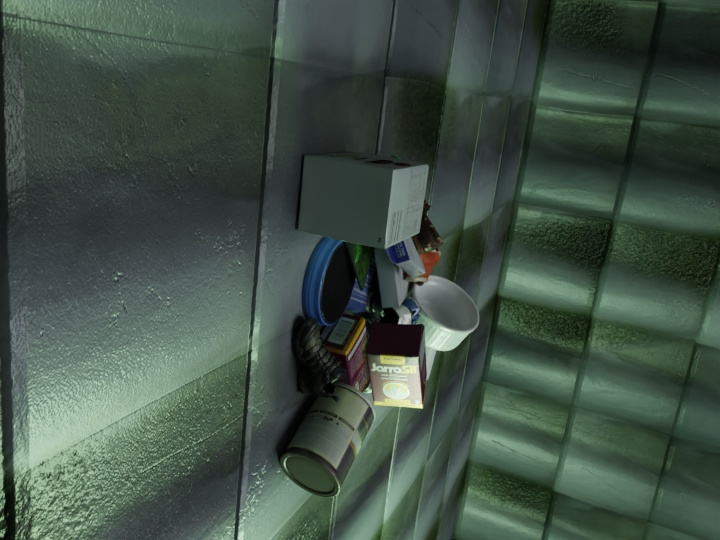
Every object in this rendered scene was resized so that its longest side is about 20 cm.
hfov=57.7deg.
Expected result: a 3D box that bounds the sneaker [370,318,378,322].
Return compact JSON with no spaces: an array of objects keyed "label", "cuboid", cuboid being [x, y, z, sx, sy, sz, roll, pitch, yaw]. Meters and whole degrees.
[{"label":"sneaker","cuboid":[0.065,0.200,1.771,0.081,0.087,0.201,-64,154,-26]}]

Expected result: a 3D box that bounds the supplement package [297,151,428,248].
[{"label":"supplement package","cuboid":[0.008,-0.146,1.286,0.200,0.189,0.150,-26,126,-64]}]

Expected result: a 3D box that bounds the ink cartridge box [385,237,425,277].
[{"label":"ink cartridge box","cuboid":[0.083,-0.096,1.547,0.200,0.040,0.202,29,40,-67]}]

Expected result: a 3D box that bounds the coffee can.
[{"label":"coffee can","cuboid":[-0.069,0.371,1.450,0.201,0.144,0.148,-57,151,-42]}]

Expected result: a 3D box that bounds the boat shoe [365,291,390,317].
[{"label":"boat shoe","cuboid":[0.070,0.097,1.759,0.200,0.060,0.077,2,100,-68]}]

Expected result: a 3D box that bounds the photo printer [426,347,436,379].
[{"label":"photo printer","cuboid":[0.145,0.197,1.868,0.069,0.165,0.203,29,75,-49]}]

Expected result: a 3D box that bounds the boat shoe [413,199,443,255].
[{"label":"boat shoe","cuboid":[0.143,-0.141,1.616,0.202,0.070,0.070,68,11,8]}]

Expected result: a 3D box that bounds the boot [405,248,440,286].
[{"label":"boot","cuboid":[0.161,-0.013,1.730,0.199,0.074,0.109,3,86,-65]}]

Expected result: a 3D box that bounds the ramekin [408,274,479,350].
[{"label":"ramekin","cuboid":[0.208,0.117,1.743,0.200,0.199,0.098,-45,169,-53]}]

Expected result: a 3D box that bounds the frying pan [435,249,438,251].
[{"label":"frying pan","cuboid":[0.144,-0.110,1.707,0.031,0.191,0.115,-39,167,10]}]

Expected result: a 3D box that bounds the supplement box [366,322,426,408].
[{"label":"supplement box","cuboid":[0.091,0.230,1.577,0.104,0.129,0.202,-75,162,-46]}]

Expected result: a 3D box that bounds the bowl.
[{"label":"bowl","cuboid":[-0.061,0.022,1.416,0.200,0.039,0.204,13,90,-69]}]

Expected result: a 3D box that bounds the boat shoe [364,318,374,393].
[{"label":"boat shoe","cuboid":[0.005,0.225,1.669,0.064,0.070,0.203,-33,124,-61]}]

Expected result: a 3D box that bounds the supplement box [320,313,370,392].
[{"label":"supplement box","cuboid":[-0.038,0.209,1.516,0.111,0.084,0.202,-57,151,-43]}]

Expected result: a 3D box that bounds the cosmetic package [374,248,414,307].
[{"label":"cosmetic package","cuboid":[0.090,-0.006,1.683,0.200,0.051,0.153,-42,124,-69]}]

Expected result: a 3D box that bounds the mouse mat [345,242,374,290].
[{"label":"mouse mat","cuboid":[0.005,-0.076,1.494,0.202,0.007,0.162,-75,156,-44]}]

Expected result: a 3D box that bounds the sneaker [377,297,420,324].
[{"label":"sneaker","cuboid":[0.080,0.172,1.665,0.114,0.080,0.203,-13,117,-41]}]

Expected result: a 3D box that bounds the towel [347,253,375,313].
[{"label":"towel","cuboid":[0.000,0.000,1.584,0.145,0.024,0.203,26,76,-69]}]

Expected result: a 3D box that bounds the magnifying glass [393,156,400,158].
[{"label":"magnifying glass","cuboid":[0.063,-0.233,1.612,0.200,0.022,0.081,-35,134,-63]}]

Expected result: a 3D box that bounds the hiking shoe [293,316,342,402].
[{"label":"hiking shoe","cuboid":[-0.080,0.186,1.376,0.076,0.099,0.202,-52,148,-48]}]
